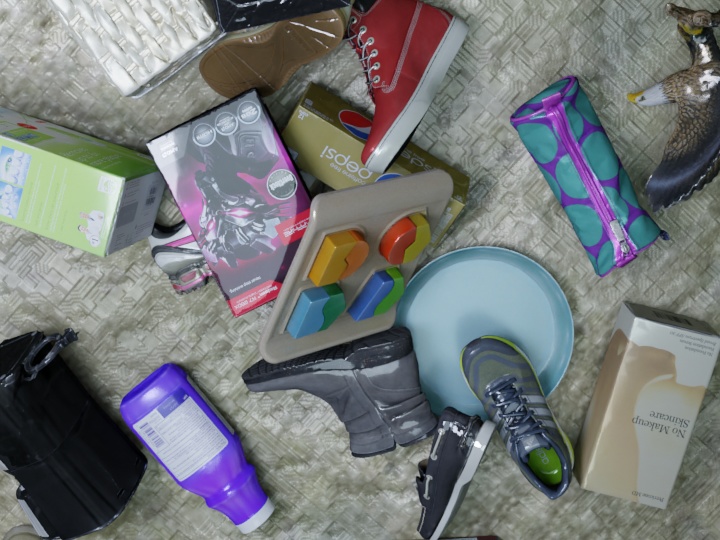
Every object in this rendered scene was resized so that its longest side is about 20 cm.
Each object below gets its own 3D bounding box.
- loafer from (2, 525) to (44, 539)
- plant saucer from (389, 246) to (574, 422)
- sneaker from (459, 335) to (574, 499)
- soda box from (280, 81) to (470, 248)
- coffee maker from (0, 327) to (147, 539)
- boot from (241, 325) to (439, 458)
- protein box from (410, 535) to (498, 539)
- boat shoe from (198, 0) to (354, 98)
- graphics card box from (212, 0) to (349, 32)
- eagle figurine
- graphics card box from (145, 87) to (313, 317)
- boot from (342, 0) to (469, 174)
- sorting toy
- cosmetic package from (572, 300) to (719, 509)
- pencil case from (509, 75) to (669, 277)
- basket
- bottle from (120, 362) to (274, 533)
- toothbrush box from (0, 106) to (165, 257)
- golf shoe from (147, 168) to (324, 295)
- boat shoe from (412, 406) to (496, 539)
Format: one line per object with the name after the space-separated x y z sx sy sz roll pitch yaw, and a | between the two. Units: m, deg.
-0.399 0.383 1.626 0.075 0.068 0.201 14 103 -4 | loafer
0.130 0.069 1.577 0.199 0.027 0.201 0 104 0 | plant saucer
0.173 0.156 1.542 0.074 0.081 0.200 -33 105 7 | sneaker
0.013 -0.109 1.506 0.200 0.068 0.064 31 120 -8 | soda box
-0.321 0.176 1.519 0.200 0.192 0.135 53 56 -22 | coffee maker
-0.022 0.144 1.563 0.199 0.070 0.132 -10 108 17 | boot
0.096 0.420 1.570 0.134 0.200 0.199 -3 103 1 | protein box
-0.081 -0.230 1.462 0.200 0.063 0.073 -17 122 40 | boat shoe
-0.079 -0.298 1.394 0.125 0.200 0.051 -12 121 2 | graphics card box
0.340 -0.162 1.473 0.151 0.151 0.201 -5 91 -29 | eagle figurine
-0.114 -0.068 1.457 0.125 0.051 0.201 -25 99 2 | graphics card box
0.008 -0.202 1.456 0.144 0.072 0.200 28 63 -6 | boot
0.000 0.000 1.442 0.036 0.185 0.200 45 132 31 | sorting toy
0.307 0.145 1.573 0.105 0.071 0.201 13 103 -4 | cosmetic package
0.234 -0.097 1.506 0.085 0.092 0.200 -30 101 7 | pencil case
-0.237 -0.282 1.442 0.135 0.123 0.200 -35 100 6 | basket
-0.172 0.197 1.585 0.083 0.065 0.200 -38 101 5 | bottle
-0.312 -0.093 1.458 0.199 0.146 0.086 18 102 8 | toothbrush box
-0.132 -0.059 1.522 0.200 0.073 0.092 -31 100 7 | golf shoe
0.089 0.221 1.566 0.060 0.074 0.200 27 138 9 | boat shoe
